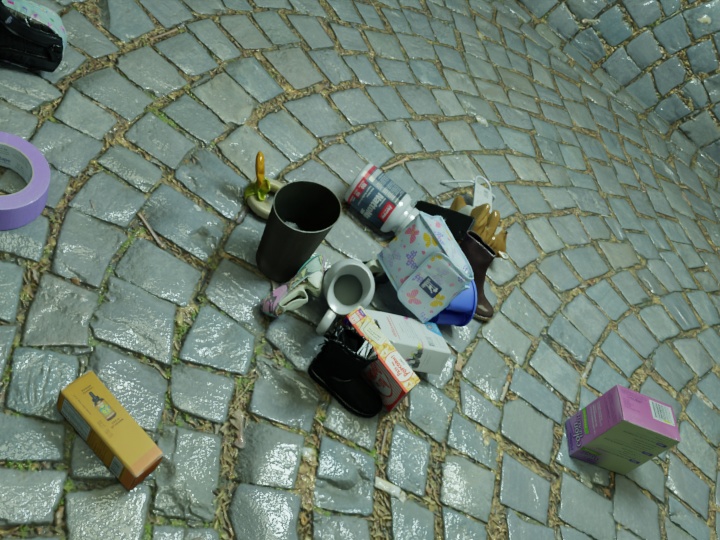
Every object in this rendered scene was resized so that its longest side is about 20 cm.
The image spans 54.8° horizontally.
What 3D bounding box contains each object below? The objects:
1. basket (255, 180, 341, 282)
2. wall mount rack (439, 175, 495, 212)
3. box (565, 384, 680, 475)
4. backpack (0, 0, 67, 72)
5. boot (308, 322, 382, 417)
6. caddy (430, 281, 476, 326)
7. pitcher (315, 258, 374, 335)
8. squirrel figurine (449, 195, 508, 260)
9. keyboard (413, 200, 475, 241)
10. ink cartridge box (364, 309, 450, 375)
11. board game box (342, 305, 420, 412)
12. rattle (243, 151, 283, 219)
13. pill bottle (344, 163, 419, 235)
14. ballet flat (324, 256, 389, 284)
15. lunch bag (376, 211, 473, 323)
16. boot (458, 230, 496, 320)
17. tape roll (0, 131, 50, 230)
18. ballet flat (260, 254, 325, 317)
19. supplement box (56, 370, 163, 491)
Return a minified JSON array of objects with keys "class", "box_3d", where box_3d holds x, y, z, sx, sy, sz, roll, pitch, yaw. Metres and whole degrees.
[{"class":"basket","box_3d":[-0.153,-0.078,1.552,0.137,0.201,0.179,49,44,14]},{"class":"wall mount rack","box_3d":[0.321,-0.205,2.058,0.171,0.075,0.203,28,45,-15]},{"class":"box","box_3d":[0.628,0.388,1.678,0.172,0.201,0.098,20,45,-15]},{"class":"backpack","box_3d":[-0.768,-0.541,1.570,0.196,0.168,0.129,14,43,-30]},{"class":"boot","box_3d":[-0.011,0.207,1.439,0.196,0.163,0.074,36,46,-1]},{"class":"caddy","box_3d":[0.224,0.043,1.741,0.102,0.142,0.204,1,55,-25]},{"class":"pitcher","box_3d":[-0.042,0.059,1.538,0.120,0.173,0.200,38,3,-2]},{"class":"squirrel figurine","box_3d":[0.322,-0.076,1.921,0.186,0.140,0.204,37,76,-35]},{"class":"keyboard","box_3d":[0.214,-0.118,1.880,0.197,0.040,0.105,24,74,39]},{"class":"ink cartridge box","box_3d":[0.096,0.163,1.589,0.195,0.069,0.116,14,26,-23]},{"class":"board game box","box_3d":[0.033,0.191,1.485,0.046,0.152,0.201,-34,75,-24]},{"class":"rattle","box_3d":[-0.174,-0.187,1.677,0.197,0.145,0.131,30,25,2]},{"class":"pill bottle","box_3d":[0.065,-0.174,1.828,0.199,0.120,0.120,39,44,2]},{"class":"ballet flat","box_3d":[0.000,0.000,1.683,0.195,0.073,0.074,-3,56,-34]},{"class":"lunch bag","box_3d":[0.156,-0.007,1.633,0.126,0.169,0.203,4,51,-52]},{"class":"boot","box_3d":[0.301,0.017,1.792,0.200,0.167,0.072,47,45,10]},{"class":"tape roll","box_3d":[-0.719,-0.179,1.368,0.195,0.066,0.204,18,47,-20]},{"class":"ballet flat","box_3d":[-0.133,0.042,1.538,0.070,0.070,0.199,31,53,30]},{"class":"supplement box","box_3d":[-0.429,0.272,1.188,0.200,0.069,0.066,47,44,7]}]
